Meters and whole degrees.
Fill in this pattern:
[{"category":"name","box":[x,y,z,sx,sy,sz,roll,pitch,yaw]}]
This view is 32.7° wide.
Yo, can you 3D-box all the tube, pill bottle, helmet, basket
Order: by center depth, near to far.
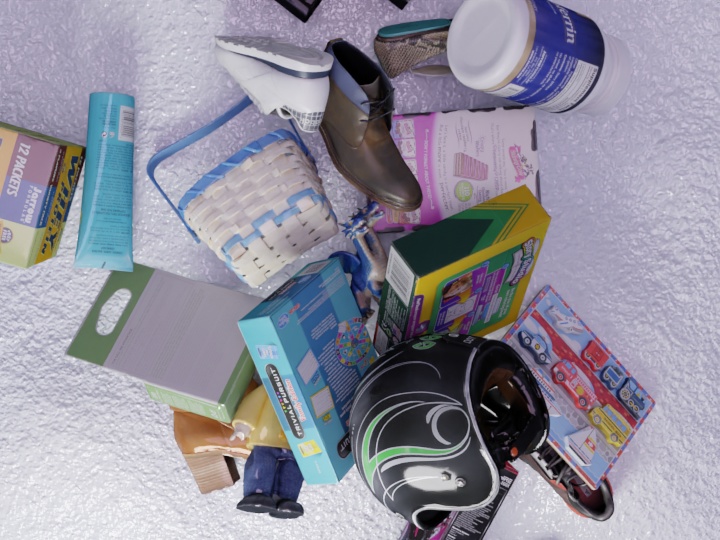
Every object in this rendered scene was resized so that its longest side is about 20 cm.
[{"category":"helmet","box":[0.081,0.167,1.292,0.190,0.200,0.200,-20,97,36]},{"category":"pill bottle","box":[0.202,-0.238,1.362,0.200,0.116,0.116,10,94,-40]},{"category":"basket","box":[-0.131,-0.093,1.386,0.176,0.139,0.200,-32,68,1]},{"category":"tube","box":[-0.286,-0.101,1.398,0.077,0.050,0.200,4,88,-38]}]

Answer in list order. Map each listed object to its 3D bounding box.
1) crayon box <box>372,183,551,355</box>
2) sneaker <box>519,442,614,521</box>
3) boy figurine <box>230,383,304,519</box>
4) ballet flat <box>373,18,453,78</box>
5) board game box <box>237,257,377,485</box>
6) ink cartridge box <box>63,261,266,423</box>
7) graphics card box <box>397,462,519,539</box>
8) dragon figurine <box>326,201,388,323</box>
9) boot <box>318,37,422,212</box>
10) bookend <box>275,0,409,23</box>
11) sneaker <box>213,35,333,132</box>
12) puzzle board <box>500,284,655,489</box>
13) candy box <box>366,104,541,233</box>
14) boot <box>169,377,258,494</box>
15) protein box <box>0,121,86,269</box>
[{"category":"crayon box","box":[0.108,0.014,1.352,0.172,0.200,0.058,-24,61,-22]},{"category":"sneaker","box":[0.234,0.219,1.452,0.200,0.082,0.077,43,91,-6]},{"category":"boy figurine","box":[-0.082,0.173,1.365,0.124,0.064,0.200,19,67,-22]},{"category":"ballet flat","box":[0.116,-0.269,1.423,0.200,0.068,0.075,-17,117,2]},{"category":"board game box","box":[-0.042,0.108,1.342,0.047,0.151,0.200,-11,108,34]},{"category":"ink cartridge box","box":[-0.212,0.076,1.396,0.200,0.048,0.146,14,58,15]},{"category":"graphics card box","box":[0.101,0.294,1.427,0.051,0.125,0.200,27,93,-13]},{"category":"dragon figurine","box":[0.000,0.000,1.400,0.059,0.200,0.099,-30,76,-29]},{"category":"boot","box":[0.007,-0.158,1.332,0.075,0.097,0.200,-33,75,-36]},{"category":"bookend","box":[-0.014,-0.349,1.387,0.199,0.092,0.200,38,92,-6]},{"category":"sneaker","box":[-0.104,-0.213,1.353,0.076,0.200,0.081,-12,117,-31]},{"category":"puzzle board","box":[0.248,0.134,1.442,0.200,0.017,0.151,47,58,-6]},{"category":"candy box","box":[0.105,-0.117,1.428,0.200,0.061,0.137,-4,93,-3]},{"category":"boot","box":[-0.123,0.158,1.436,0.200,0.077,0.156,-18,91,4]},{"category":"protein box","box":[-0.422,-0.099,1.324,0.200,0.199,0.135,16,93,-6]}]
